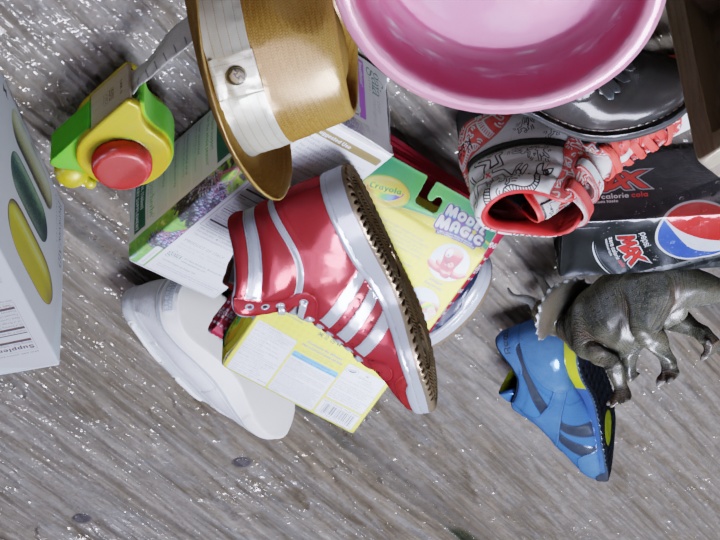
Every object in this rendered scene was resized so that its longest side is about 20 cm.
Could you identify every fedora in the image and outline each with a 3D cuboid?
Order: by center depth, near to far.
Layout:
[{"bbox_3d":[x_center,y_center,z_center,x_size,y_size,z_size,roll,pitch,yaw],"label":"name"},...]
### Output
[{"bbox_3d":[-0.047,-0.145,1.357,0.082,0.201,0.201,-12,141,11],"label":"fedora"}]

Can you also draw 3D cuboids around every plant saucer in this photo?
[{"bbox_3d":[0.083,-0.188,1.312,0.200,0.051,0.201,3,126,4],"label":"plant saucer"}]

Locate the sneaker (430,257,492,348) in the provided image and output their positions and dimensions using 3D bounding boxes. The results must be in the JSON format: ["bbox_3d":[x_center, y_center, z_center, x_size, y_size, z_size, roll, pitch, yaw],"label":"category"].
[{"bbox_3d":[-0.006,0.020,1.664,0.200,0.070,0.108,-26,138,29],"label":"sneaker"}]

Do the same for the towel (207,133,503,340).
[{"bbox_3d":[0.000,0.000,1.607,0.145,0.022,0.200,30,112,-18],"label":"towel"}]

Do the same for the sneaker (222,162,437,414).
[{"bbox_3d":[-0.023,0.027,1.517,0.112,0.071,0.200,-18,119,10],"label":"sneaker"}]

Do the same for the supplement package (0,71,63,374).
[{"bbox_3d":[-0.301,-0.039,1.496,0.150,0.152,0.200,-10,141,6],"label":"supplement package"}]

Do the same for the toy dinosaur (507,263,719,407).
[{"bbox_3d":[0.203,0.034,1.634,0.200,0.077,0.102,-21,102,35],"label":"toy dinosaur"}]

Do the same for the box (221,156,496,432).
[{"bbox_3d":[0.000,0.009,1.573,0.117,0.048,0.200,29,115,-18],"label":"box"}]

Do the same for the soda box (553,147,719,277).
[{"bbox_3d":[0.240,-0.045,1.602,0.200,0.071,0.063,-4,141,0],"label":"soda box"}]

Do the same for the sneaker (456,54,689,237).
[{"bbox_3d":[0.168,-0.080,1.522,0.201,0.108,0.067,-10,141,6],"label":"sneaker"}]

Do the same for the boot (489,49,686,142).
[{"bbox_3d":[0.134,-0.158,1.422,0.200,0.069,0.174,6,153,-4],"label":"boot"}]

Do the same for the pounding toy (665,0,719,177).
[{"bbox_3d":[0.300,-0.111,1.422,0.184,0.200,0.142,-33,134,31],"label":"pounding toy"}]

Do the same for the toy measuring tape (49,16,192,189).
[{"bbox_3d":[-0.136,-0.109,1.492,0.074,0.074,0.200,27,132,-33],"label":"toy measuring tape"}]

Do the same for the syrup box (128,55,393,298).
[{"bbox_3d":[-0.071,-0.072,1.535,0.081,0.079,0.200,26,133,-32],"label":"syrup box"}]

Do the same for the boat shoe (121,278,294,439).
[{"bbox_3d":[-0.119,0.070,1.724,0.068,0.072,0.200,0,154,30],"label":"boat shoe"}]

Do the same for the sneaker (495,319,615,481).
[{"bbox_3d":[0.160,0.104,1.793,0.078,0.066,0.200,-4,142,17],"label":"sneaker"}]
